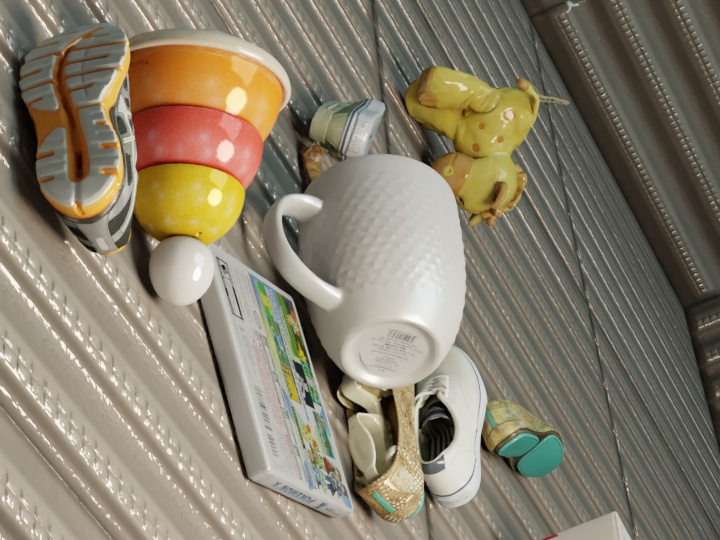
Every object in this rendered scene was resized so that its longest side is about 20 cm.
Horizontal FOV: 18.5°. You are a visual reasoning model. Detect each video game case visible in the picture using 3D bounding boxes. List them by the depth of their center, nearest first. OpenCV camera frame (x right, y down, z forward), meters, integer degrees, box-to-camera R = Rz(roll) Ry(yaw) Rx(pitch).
[{"bbox_3d":[-0.072,0.090,1.775,0.182,0.022,0.201,37,33,-64],"label":"video game case"}]

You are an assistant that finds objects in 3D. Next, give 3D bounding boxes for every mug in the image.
[{"bbox_3d":[0.000,0.000,1.926,0.199,0.148,0.176,26,37,-27],"label":"mug"}]

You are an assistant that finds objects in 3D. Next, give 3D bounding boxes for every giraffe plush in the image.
[{"bbox_3d":[0.143,-0.141,2.684,0.173,0.199,0.163,40,60,-68],"label":"giraffe plush"}]

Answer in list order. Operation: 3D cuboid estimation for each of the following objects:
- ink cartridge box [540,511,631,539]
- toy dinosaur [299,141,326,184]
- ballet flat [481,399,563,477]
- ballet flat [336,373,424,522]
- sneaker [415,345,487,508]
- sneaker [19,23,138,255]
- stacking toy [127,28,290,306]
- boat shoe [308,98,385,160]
[{"bbox_3d":[0.236,0.362,2.240,0.201,0.144,0.085,59,16,-30],"label":"ink cartridge box"},{"bbox_3d":[-0.019,-0.053,2.106,0.106,0.060,0.200,52,0,-34],"label":"toy dinosaur"},{"bbox_3d":[0.178,0.182,2.472,0.200,0.070,0.071,34,36,-66],"label":"ballet flat"},{"bbox_3d":[0.014,0.128,1.948,0.065,0.070,0.201,34,29,-40],"label":"ballet flat"},{"bbox_3d":[0.084,0.136,2.167,0.201,0.073,0.071,-95,161,-48],"label":"sneaker"},{"bbox_3d":[-0.190,-0.094,1.533,0.077,0.078,0.201,72,11,-46],"label":"sneaker"},{"bbox_3d":[-0.132,-0.067,1.656,0.146,0.145,0.201,44,47,-58],"label":"stacking toy"},{"bbox_3d":[-0.015,-0.149,2.251,0.062,0.072,0.200,22,2,1],"label":"boat shoe"}]
